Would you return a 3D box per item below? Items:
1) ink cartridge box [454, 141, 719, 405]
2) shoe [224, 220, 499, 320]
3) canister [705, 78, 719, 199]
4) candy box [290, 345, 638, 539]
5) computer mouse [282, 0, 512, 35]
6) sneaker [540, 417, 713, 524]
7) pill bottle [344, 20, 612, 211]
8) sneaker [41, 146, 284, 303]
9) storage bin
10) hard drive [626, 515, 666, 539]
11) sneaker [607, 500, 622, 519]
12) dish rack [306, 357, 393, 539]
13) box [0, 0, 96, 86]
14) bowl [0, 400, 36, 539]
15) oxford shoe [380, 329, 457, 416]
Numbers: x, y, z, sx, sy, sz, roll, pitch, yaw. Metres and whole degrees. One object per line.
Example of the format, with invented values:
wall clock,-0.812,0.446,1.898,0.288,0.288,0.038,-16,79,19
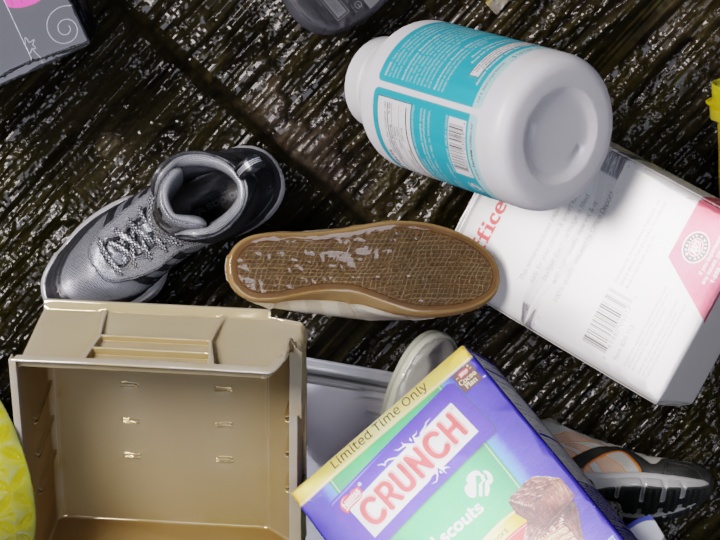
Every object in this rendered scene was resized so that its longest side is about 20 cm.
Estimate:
ink cartridge box,0.181,-0.013,1.580,0.200,0.083,0.147,32,100,25
shoe,0.000,0.000,1.561,0.199,0.053,0.070,3,81,-9
canister,0.337,-0.047,1.621,0.148,0.087,0.201,-8,105,-19
candy box,0.079,0.182,1.529,0.169,0.077,0.200,-42,63,5
computer mouse,0.043,-0.229,1.589,0.140,0.046,0.200,44,84,-8
sneaker,0.172,0.148,1.659,0.199,0.080,0.074,4,146,-5
pill bottle,0.075,-0.115,1.533,0.111,0.200,0.111,-14,113,-35
sneaker,-0.150,-0.032,1.565,0.200,0.114,0.076,-31,85,1
storage bin,-0.141,0.133,1.563,0.198,0.094,0.201,3,118,4
hard drive,0.178,0.245,1.633,0.132,0.200,0.025,-31,68,2
sneaker,0.138,0.225,1.640,0.088,0.200,0.077,5,58,-20
dish rack,-0.042,0.170,1.669,0.171,0.044,0.201,10,100,-6
box,-0.286,-0.229,1.525,0.132,0.115,0.200,-24,102,2
bowl,-0.334,0.149,1.549,0.108,0.200,0.201,-23,107,-38
oxford shoe,0.048,0.145,1.630,0.075,0.058,0.201,5,99,-43
